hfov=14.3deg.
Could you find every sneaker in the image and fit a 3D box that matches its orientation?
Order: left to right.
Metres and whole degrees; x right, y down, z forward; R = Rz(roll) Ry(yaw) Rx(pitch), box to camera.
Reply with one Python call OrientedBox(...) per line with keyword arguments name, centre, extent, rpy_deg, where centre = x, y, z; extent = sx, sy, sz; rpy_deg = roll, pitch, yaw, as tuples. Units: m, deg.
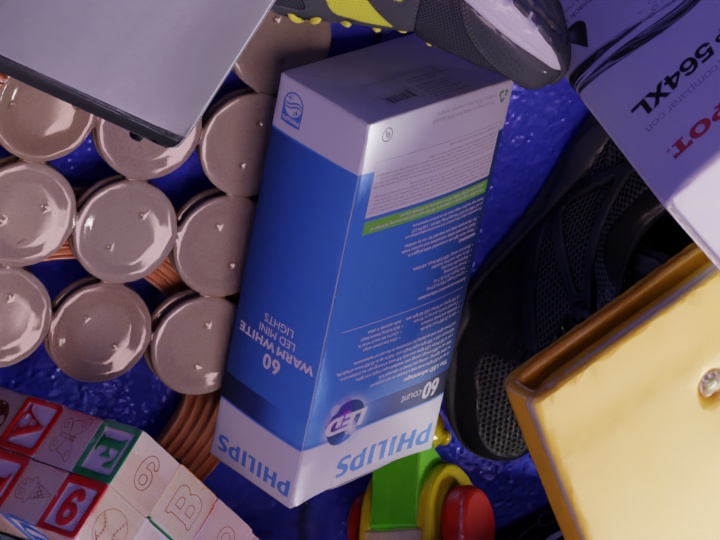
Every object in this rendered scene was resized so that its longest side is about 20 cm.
OrientedBox(name="sneaker", centre=(0.002, -0.137, 1.245), extent=(0.200, 0.075, 0.085), rpy_deg=(36, 118, -10))
OrientedBox(name="sneaker", centre=(0.108, 0.023, 1.362), extent=(0.076, 0.114, 0.200), rpy_deg=(22, 113, -27))

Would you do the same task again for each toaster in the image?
OrientedBox(name="toaster", centre=(-0.134, -0.167, 1.111), extent=(0.199, 0.181, 0.119), rpy_deg=(24, 119, -32))

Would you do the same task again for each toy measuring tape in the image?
OrientedBox(name="toy measuring tape", centre=(0.029, 0.165, 1.404), extent=(0.073, 0.074, 0.201), rpy_deg=(10, 74, -24))

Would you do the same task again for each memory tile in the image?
OrientedBox(name="memory tile", centre=(-0.102, -0.043, 1.285), extent=(0.153, 0.017, 0.201), rpy_deg=(7, 109, -26))

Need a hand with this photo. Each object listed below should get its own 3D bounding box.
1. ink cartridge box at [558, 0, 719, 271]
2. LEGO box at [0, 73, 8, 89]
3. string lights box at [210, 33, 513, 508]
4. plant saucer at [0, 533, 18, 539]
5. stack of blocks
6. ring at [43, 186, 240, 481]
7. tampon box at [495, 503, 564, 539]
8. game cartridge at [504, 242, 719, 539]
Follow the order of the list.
OrientedBox(name="ink cartridge box", centre=(0.171, -0.100, 1.254), extent=(0.146, 0.200, 0.084), rpy_deg=(-41, 125, 7))
OrientedBox(name="LEGO box", centre=(-0.272, -0.069, 1.190), extent=(0.199, 0.077, 0.149), rpy_deg=(22, 111, -29))
OrientedBox(name="string lights box", centre=(0.000, 0.000, 1.316), extent=(0.103, 0.059, 0.201), rpy_deg=(-19, 131, -45))
OrientedBox(name="plant saucer", centre=(-0.113, 0.183, 1.348), extent=(0.200, 0.070, 0.019), rpy_deg=(45, 68, -36))
OrientedBox(name="stack of blocks", centre=(-0.093, 0.141, 1.330), extent=(0.200, 0.115, 0.059), rpy_deg=(47, 67, -37))
OrientedBox(name="ring", centre=(-0.144, 0.047, 1.343), extent=(0.199, 0.019, 0.201), rpy_deg=(-9, 123, -14))
OrientedBox(name="tampon box", centre=(0.074, 0.238, 1.455), extent=(0.199, 0.150, 0.127), rpy_deg=(-28, 124, -1))
OrientedBox(name="game cartridge", centre=(0.165, 0.084, 1.318), extent=(0.176, 0.032, 0.201), rpy_deg=(-34, 125, -18))
